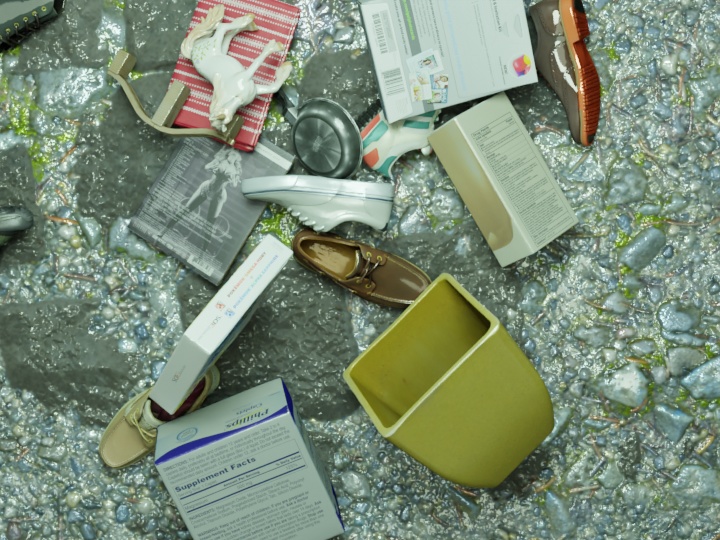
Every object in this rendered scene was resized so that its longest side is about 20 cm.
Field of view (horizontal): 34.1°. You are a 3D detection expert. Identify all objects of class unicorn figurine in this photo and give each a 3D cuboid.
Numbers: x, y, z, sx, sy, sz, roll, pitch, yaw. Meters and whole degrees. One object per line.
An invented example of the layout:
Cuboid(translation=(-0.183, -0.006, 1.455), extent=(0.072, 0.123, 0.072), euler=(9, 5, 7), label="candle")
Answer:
Cuboid(translation=(-0.160, -0.249, 1.479), extent=(0.137, 0.074, 0.200), euler=(-38, 48, -9), label="unicorn figurine")

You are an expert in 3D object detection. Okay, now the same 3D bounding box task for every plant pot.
Cuboid(translation=(0.131, 0.162, 1.499), extent=(0.195, 0.194, 0.200), euler=(-44, 115, 2), label="plant pot")

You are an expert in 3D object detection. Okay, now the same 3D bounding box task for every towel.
Cuboid(translation=(-0.172, -0.269, 1.548), extent=(0.144, 0.022, 0.201), euler=(19, 88, 13), label="towel")

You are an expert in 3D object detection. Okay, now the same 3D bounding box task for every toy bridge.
Cuboid(translation=(-0.246, -0.212, 1.523), extent=(0.200, 0.027, 0.067), euler=(31, 90, 14), label="toy bridge")

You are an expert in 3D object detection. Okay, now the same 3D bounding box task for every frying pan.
Cuboid(translation=(-0.067, -0.200, 1.531), extent=(0.115, 0.031, 0.190), euler=(-27, 96, 43), label="frying pan")

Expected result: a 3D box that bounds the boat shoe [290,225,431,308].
Cuboid(translation=(0.000, -0.001, 1.551), extent=(0.199, 0.068, 0.072), euler=(23, 92, -1), label="boat shoe")

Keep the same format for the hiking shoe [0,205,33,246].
Cuboid(translation=(-0.510, -0.015, 1.558), extent=(0.199, 0.076, 0.101), euler=(-24, 101, 10), label="hiking shoe")

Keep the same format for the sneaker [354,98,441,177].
Cuboid(translation=(0.077, -0.207, 1.551), extent=(0.200, 0.070, 0.093), euler=(-42, 109, 0), label="sneaker")

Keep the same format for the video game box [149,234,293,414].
Cuboid(translation=(-0.175, 0.069, 1.457), extent=(0.047, 0.200, 0.182), euler=(36, 55, -2), label="video game box")

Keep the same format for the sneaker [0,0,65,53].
Cuboid(translation=(-0.457, -0.315, 1.535), extent=(0.106, 0.075, 0.201), euler=(16, 91, 2), label="sneaker")

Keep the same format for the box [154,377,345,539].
Cuboid(translation=(-0.143, 0.270, 1.517), extent=(0.183, 0.105, 0.201), euler=(-22, 113, 1), label="box")

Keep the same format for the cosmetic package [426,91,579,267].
Cuboid(translation=(0.184, -0.118, 1.523), extent=(0.105, 0.071, 0.200), euler=(-30, 91, -34), label="cosmetic package")

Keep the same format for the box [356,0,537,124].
Cuboid(translation=(0.110, -0.286, 1.470), extent=(0.199, 0.041, 0.156), euler=(-16, 112, -2), label="box")

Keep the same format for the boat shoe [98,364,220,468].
Cuboid(translation=(-0.274, 0.190, 1.561), extent=(0.200, 0.066, 0.074), euler=(-44, 91, 2), label="boat shoe")

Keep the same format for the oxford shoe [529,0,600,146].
Cuboid(translation=(0.269, -0.261, 1.550), extent=(0.072, 0.071, 0.201), euler=(-7, 96, 29), label="oxford shoe")

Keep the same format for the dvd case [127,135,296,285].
Cuboid(translation=(-0.199, -0.104, 1.565), extent=(0.148, 0.016, 0.200), euler=(32, 93, 7), label="dvd case")

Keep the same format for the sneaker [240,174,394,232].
Cuboid(translation=(-0.056, -0.084, 1.512), extent=(0.199, 0.073, 0.071), euler=(5, 91, 2), label="sneaker")
